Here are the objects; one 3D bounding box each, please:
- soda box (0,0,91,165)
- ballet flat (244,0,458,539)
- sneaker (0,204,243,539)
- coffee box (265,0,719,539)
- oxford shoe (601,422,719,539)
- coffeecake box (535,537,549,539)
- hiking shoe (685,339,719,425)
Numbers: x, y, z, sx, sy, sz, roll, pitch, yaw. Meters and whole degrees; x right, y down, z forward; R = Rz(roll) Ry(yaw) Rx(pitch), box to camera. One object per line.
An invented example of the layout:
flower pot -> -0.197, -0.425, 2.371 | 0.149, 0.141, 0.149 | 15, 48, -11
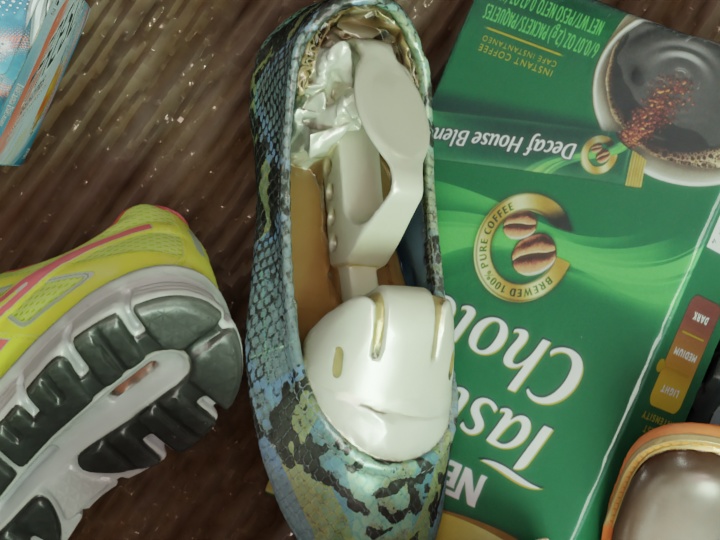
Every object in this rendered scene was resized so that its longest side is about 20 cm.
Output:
soda box -> -0.130, -0.074, 0.943 | 0.068, 0.200, 0.064 | 25, 91, -4
ballet flat -> 0.000, 0.000, 0.966 | 0.074, 0.074, 0.201 | -8, 72, -1
sneaker -> -0.122, 0.048, 1.017 | 0.200, 0.090, 0.078 | -31, 125, 18
coffee box -> 0.060, 0.010, 1.002 | 0.123, 0.044, 0.201 | 25, 92, 32
oxford shoe -> 0.110, 0.137, 0.957 | 0.071, 0.073, 0.201 | 2, 127, 13
coffeecake box -> 0.024, 0.194, 0.891 | 0.073, 0.153, 0.201 | -26, 79, 34
hiking shoe -> 0.141, 0.064, 1.028 | 0.087, 0.074, 0.200 | 31, 99, -13
